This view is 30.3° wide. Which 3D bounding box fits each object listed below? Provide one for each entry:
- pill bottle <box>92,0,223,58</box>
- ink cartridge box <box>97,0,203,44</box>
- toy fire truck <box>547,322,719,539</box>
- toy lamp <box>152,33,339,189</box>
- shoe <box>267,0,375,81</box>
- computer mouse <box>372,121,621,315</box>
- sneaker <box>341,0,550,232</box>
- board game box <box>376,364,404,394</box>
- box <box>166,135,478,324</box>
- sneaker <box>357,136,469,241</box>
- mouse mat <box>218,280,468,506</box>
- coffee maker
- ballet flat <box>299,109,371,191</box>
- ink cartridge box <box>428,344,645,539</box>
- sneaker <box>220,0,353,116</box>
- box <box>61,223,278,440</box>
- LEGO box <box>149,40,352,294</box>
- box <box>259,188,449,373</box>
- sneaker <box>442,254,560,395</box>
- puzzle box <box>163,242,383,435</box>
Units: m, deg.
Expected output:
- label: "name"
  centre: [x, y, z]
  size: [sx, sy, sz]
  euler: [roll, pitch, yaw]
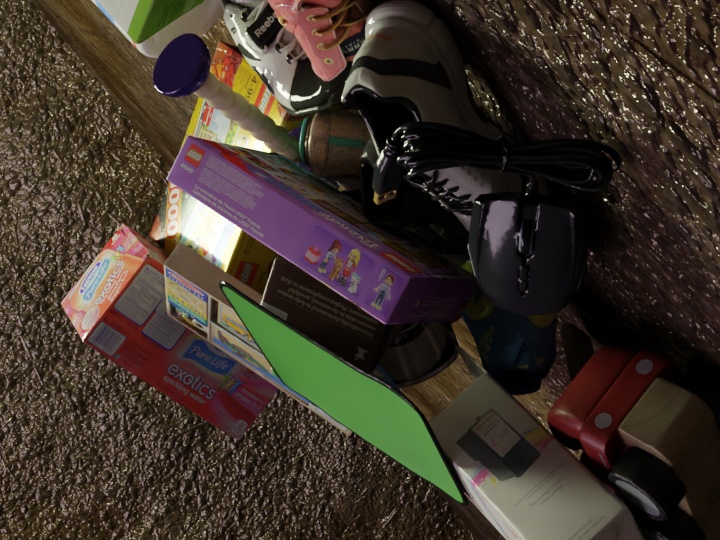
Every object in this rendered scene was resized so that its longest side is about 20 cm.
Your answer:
- label: "pill bottle"
  centre: [-0.211, -0.292, 1.165]
  size: [0.200, 0.112, 0.112]
  euler: [47, 172, 12]
- label: "ink cartridge box"
  centre: [-0.194, -0.298, 1.014]
  size: [0.200, 0.076, 0.148]
  euler: [49, 150, 3]
- label: "toy fire truck"
  centre: [0.187, 0.107, 0.954]
  size: [0.199, 0.129, 0.176]
  euler: [28, 160, 42]
- label: "toy lamp"
  centre: [-0.082, -0.116, 1.065]
  size: [0.200, 0.058, 0.058]
  euler: [35, -176, -46]
- label: "shoe"
  centre: [-0.019, -0.176, 0.845]
  size: [0.091, 0.071, 0.200]
  euler: [49, 178, -13]
- label: "computer mouse"
  centre: [0.074, -0.020, 0.808]
  size: [0.139, 0.046, 0.200]
  euler: [9, 155, 5]
- label: "sneaker"
  centre: [0.051, -0.070, 0.844]
  size: [0.073, 0.080, 0.200]
  euler: [-12, 128, 42]
- label: "board game box"
  centre: [-0.011, 0.101, 1.250]
  size: [0.152, 0.037, 0.200]
  euler: [50, 169, -3]
- label: "box"
  centre: [-0.024, -0.028, 0.955]
  size: [0.199, 0.039, 0.137]
  euler: [33, -168, 22]
- label: "sneaker"
  centre: [0.038, -0.062, 0.976]
  size: [0.066, 0.090, 0.200]
  euler: [46, 172, 22]
- label: "mouse mat"
  centre: [-0.012, 0.089, 0.964]
  size: [0.199, 0.008, 0.161]
  euler: [29, 160, 32]
- label: "coffee maker"
  centre: [0.008, 0.002, 1.287]
  size: [0.192, 0.135, 0.200]
  euler: [46, 171, 22]
- label: "ballet flat"
  centre: [0.005, -0.094, 1.055]
  size: [0.200, 0.067, 0.069]
  euler: [-34, -54, -77]
- label: "ink cartridge box"
  centre: [0.117, 0.154, 0.945]
  size: [0.200, 0.067, 0.117]
  euler: [45, 172, 45]
- label: "sneaker"
  centre: [-0.062, -0.182, 1.013]
  size: [0.089, 0.074, 0.200]
  euler: [53, 171, -36]
- label: "box"
  centre: [-0.170, 0.058, 1.265]
  size: [0.200, 0.103, 0.095]
  euler: [37, -178, -33]
- label: "LEGO box"
  centre: [-0.101, -0.085, 1.214]
  size: [0.077, 0.201, 0.149]
  euler: [10, -160, -38]
- label: "box"
  centre: [0.000, 0.000, 1.077]
  size: [0.100, 0.075, 0.200]
  euler: [24, -149, 8]
- label: "sneaker"
  centre: [0.100, 0.041, 1.036]
  size: [0.200, 0.075, 0.106]
  euler: [176, 97, -79]
- label: "puzzle box"
  centre: [-0.076, 0.061, 1.117]
  size: [0.199, 0.026, 0.133]
  euler: [33, 159, 6]
